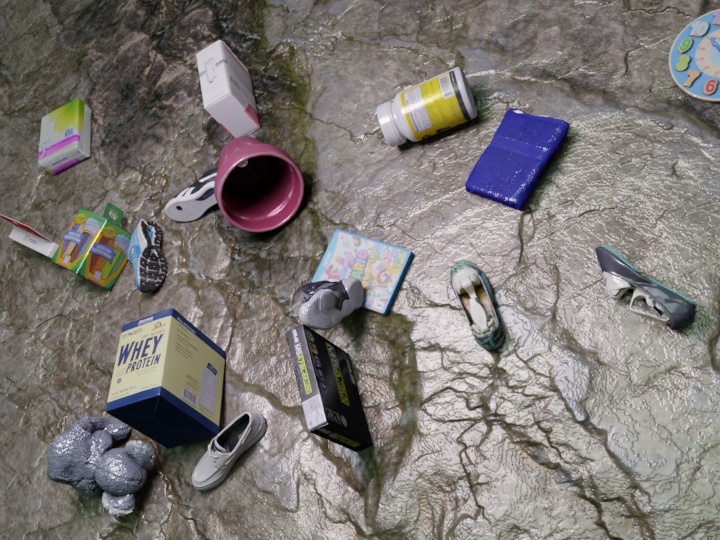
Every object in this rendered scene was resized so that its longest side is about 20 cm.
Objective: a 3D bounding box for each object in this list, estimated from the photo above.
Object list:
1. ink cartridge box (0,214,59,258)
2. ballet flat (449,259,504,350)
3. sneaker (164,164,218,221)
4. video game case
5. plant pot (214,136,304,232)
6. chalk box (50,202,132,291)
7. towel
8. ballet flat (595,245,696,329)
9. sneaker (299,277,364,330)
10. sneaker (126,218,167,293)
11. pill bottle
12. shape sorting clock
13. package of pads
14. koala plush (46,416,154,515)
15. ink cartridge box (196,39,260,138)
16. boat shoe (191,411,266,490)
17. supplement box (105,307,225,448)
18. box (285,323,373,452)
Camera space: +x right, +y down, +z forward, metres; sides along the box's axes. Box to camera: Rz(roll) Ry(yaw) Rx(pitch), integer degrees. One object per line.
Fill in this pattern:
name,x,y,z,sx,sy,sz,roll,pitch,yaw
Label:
ink cartridge box,-0.884,-0.083,1.867,0.198,0.176,0.045,19,76,33
ballet flat,0.215,0.051,1.301,0.074,0.074,0.202,-30,57,12
sneaker,-0.400,-0.200,1.746,0.198,0.073,0.113,-19,40,29
video game case,0.000,0.000,1.466,0.198,0.018,0.145,18,77,33
plant pot,-0.249,-0.217,1.605,0.199,0.200,0.179,-40,40,5
chalk box,-0.670,-0.073,1.784,0.123,0.125,0.202,20,79,33
towel,0.314,-0.223,1.395,0.147,0.049,0.201,27,82,41
ballet flat,0.468,0.032,1.180,0.073,0.073,0.200,-49,57,-1
sneaker,-0.083,0.068,1.370,0.113,0.199,0.077,-5,102,33
sneaker,-0.542,-0.027,1.741,0.090,0.078,0.202,-34,51,32
pill bottle,0.142,-0.348,1.498,0.198,0.114,0.116,-19,60,18
shape sorting clock,0.682,-0.406,1.291,0.198,0.039,0.203,-12,62,23
package of pads,-0.889,-0.401,2.085,0.153,0.068,0.202,-20,59,16
koala plush,-0.539,0.416,1.471,0.198,0.184,0.179,20,77,20
ink cartridge box,-0.339,-0.463,1.781,0.082,0.146,0.202,-24,57,15
boat shoe,-0.277,0.364,1.410,0.200,0.066,0.072,-42,55,4
supplement box,-0.395,0.226,1.438,0.133,0.200,0.202,-18,49,18
box,-0.057,0.220,1.287,0.047,0.193,0.202,-27,56,16
